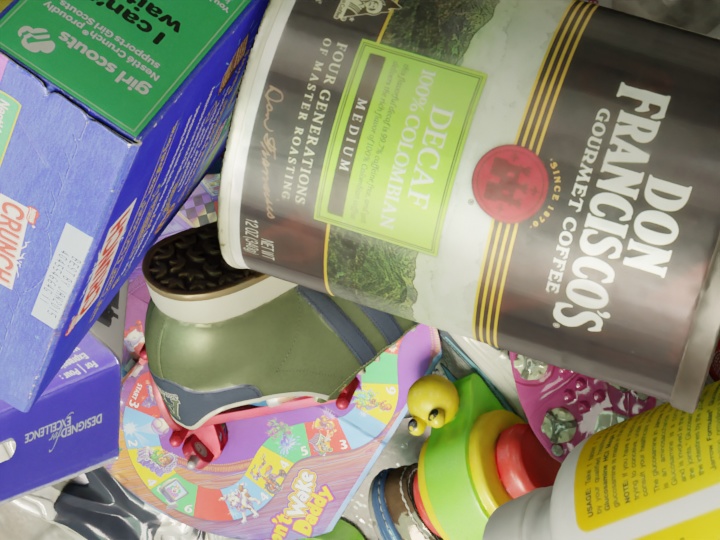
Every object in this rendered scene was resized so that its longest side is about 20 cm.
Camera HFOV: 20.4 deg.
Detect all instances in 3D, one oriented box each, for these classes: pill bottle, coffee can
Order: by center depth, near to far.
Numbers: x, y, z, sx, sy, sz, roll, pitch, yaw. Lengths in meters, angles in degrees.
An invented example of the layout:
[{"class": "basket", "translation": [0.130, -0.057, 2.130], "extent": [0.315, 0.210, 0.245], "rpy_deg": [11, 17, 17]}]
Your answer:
[{"class": "coffee can", "translation": [0.061, -0.042, 0.807], "extent": [0.199, 0.146, 0.147], "rpy_deg": [17, 124, 10]}, {"class": "pill bottle", "translation": [0.154, 0.106, 0.840], "extent": [0.200, 0.113, 0.113], "rpy_deg": [-26, 105, 32]}]

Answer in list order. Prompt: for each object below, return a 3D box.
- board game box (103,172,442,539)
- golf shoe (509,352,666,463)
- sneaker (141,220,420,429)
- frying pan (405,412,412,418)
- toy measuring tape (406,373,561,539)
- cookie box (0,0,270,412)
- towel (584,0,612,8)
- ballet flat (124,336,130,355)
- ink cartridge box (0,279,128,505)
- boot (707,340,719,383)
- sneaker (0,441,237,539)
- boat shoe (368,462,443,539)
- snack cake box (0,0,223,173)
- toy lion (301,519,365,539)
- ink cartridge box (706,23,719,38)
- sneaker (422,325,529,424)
[{"class": "board game box", "translation": [-0.058, 0.055, 0.975], "extent": [0.158, 0.039, 0.200], "rpy_deg": [30, 115, -2]}, {"class": "golf shoe", "translation": [0.135, 0.075, 0.962], "extent": [0.075, 0.091, 0.201], "rpy_deg": [-27, 84, 26]}, {"class": "sneaker", "translation": [-0.012, 0.015, 0.916], "extent": [0.067, 0.200, 0.090], "rpy_deg": [41, 136, 43]}, {"class": "frying pan", "translation": [0.015, 0.009, 1.049], "extent": [0.115, 0.031, 0.190], "rpy_deg": [28, 128, 4]}, {"class": "toy measuring tape", "translation": [0.083, 0.131, 0.979], "extent": [0.073, 0.074, 0.200], "rpy_deg": [-24, 114, 34]}, {"class": "cookie box", "translation": [-0.098, -0.070, 0.821], "extent": [0.075, 0.200, 0.171], "rpy_deg": [31, 134, 0]}, {"class": "towel", "translation": [0.029, -0.182, 0.925], "extent": [0.199, 0.030, 0.147], "rpy_deg": [17, 125, 15]}, {"class": "ballet flat", "translation": [-0.104, 0.045, 1.063], "extent": [0.075, 0.068, 0.200], "rpy_deg": [-4, 147, 28]}, {"class": "ink cartridge box", "translation": [-0.188, 0.022, 0.969], "extent": [0.198, 0.201, 0.043], "rpy_deg": [-24, 143, 35]}, {"class": "boot", "translation": [0.208, 0.053, 0.907], "extent": [0.072, 0.144, 0.200], "rpy_deg": [-34, 109, -5]}, {"class": "sneaker", "translation": [-0.134, 0.130, 1.147], "extent": [0.199, 0.130, 0.080], "rpy_deg": [32, 94, -18]}, {"class": "boat shoe", "translation": [0.092, 0.165, 1.084], "extent": [0.200, 0.072, 0.072], "rpy_deg": [41, 123, -15]}, {"class": "snack cake box", "translation": [-0.128, -0.075, 1.038], "extent": [0.199, 0.067, 0.115], "rpy_deg": [23, 125, 11]}, {"class": "toy lion", "translation": [-0.064, 0.221, 1.194], "extent": [0.199, 0.069, 0.192], "rpy_deg": [14, 116, 18]}, {"class": "ink cartridge box", "translation": [0.243, -0.081, 0.851], "extent": [0.145, 0.088, 0.200], "rpy_deg": [46, 125, -5]}, {"class": "sneaker", "translation": [0.061, 0.059, 1.013], "extent": [0.086, 0.078, 0.200], "rpy_deg": [-40, 99, 26]}]
